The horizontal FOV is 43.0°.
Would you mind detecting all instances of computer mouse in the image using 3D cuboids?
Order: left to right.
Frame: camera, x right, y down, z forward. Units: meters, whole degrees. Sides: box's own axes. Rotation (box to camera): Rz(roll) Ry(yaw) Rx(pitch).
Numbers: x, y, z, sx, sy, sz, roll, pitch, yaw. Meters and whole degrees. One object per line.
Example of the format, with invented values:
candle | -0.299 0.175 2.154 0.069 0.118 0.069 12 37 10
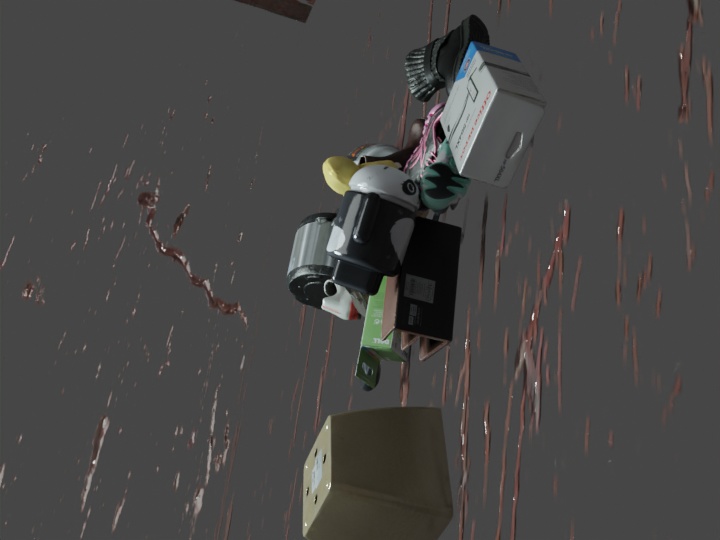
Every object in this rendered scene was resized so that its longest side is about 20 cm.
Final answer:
computer mouse | 0.033 0.148 1.731 0.059 0.034 0.202 -99 18 -54

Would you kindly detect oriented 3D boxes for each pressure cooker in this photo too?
pressure cooker | -0.067 -0.035 2.028 0.174 0.179 0.202 -11 54 28

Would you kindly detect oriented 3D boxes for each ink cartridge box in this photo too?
ink cartridge box | 0.049 0.101 1.602 0.104 0.059 0.202 47 -129 -63
ink cartridge box | 0.196 -0.240 1.391 0.201 0.083 0.147 -98 26 -58

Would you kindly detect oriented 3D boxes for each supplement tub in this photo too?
supplement tub | 0.030 -0.207 1.938 0.200 0.121 0.124 -150 74 -75

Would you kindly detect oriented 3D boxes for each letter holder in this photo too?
letter holder | 0.090 0.033 1.521 0.142 0.099 0.202 129 152 -63

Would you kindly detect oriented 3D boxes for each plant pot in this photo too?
plant pot | 0.013 0.326 1.383 0.201 0.175 0.201 -92 21 -49

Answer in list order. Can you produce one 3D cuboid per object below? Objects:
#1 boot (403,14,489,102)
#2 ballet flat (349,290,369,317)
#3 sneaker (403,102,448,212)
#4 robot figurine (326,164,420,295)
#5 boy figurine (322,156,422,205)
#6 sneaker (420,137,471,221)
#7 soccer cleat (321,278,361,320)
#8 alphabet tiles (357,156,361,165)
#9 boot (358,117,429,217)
boot | 0.144 -0.336 1.591 0.157 0.079 0.213 -24 37 36
ballet flat | 0.000 0.000 1.602 0.067 0.046 0.201 36 153 43
sneaker | 0.130 -0.200 1.601 0.095 0.078 0.202 -140 66 -81
robot figurine | 0.022 -0.064 1.434 0.150 0.124 0.202 15 87 63
boy figurine | 0.015 -0.134 1.533 0.125 0.199 0.065 -58 40 20
sneaker | 0.135 -0.123 1.508 0.200 0.077 0.141 -55 -12 -47
soccer cleat | -0.026 0.026 1.779 0.201 0.084 0.069 -76 0 -57
alphabet tiles | 0.009 -0.099 1.690 0.201 0.007 0.169 -77 -24 -62
boot | 0.069 -0.196 1.666 0.072 0.165 0.203 -3 81 46
